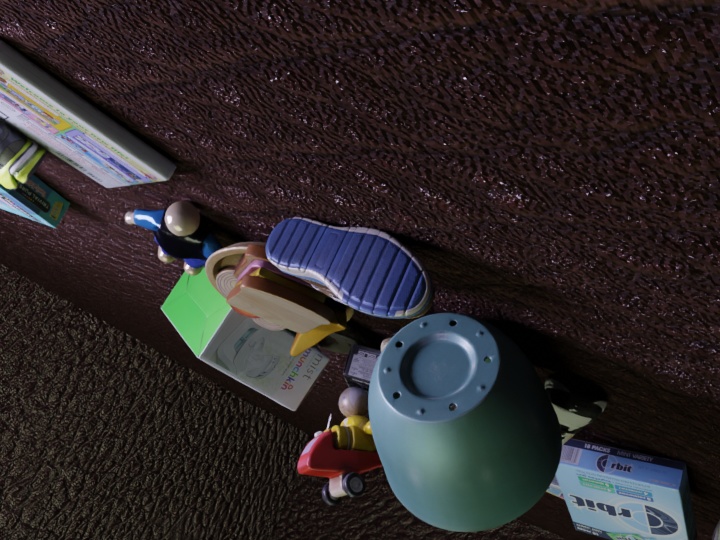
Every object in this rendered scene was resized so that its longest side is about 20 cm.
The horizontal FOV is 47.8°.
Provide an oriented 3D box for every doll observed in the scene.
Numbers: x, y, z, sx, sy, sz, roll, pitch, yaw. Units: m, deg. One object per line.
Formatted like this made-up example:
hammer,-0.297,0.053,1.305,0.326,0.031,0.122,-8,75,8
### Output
doll,-0.223,-0.041,0.996,0.136,0.049,0.200,27,165,-8

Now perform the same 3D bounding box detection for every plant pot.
plant pot,0.098,0.140,0.835,0.199,0.201,0.162,15,148,31

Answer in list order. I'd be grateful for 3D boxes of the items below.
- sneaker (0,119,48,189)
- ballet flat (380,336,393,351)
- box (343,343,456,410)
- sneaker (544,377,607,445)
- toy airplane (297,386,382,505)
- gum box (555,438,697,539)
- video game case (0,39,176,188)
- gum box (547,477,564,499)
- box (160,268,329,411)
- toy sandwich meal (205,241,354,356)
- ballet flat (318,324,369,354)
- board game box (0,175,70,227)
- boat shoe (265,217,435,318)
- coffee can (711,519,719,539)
sneaker,-0.431,-0.151,0.936,0.199,0.074,0.081,11,147,46
ballet flat,0.109,0.143,1.037,0.199,0.057,0.067,28,152,17
box,0.080,0.168,1.156,0.198,0.049,0.159,15,163,8
sneaker,0.231,0.181,0.958,0.073,0.080,0.200,25,163,7
toy airplane,0.020,0.227,1.131,0.199,0.142,0.199,-24,166,8
gum box,0.366,0.316,1.121,0.169,0.045,0.201,6,141,32
video game case,-0.304,-0.149,0.822,0.200,0.022,0.181,37,161,-32
gum box,0.331,0.325,1.290,0.198,0.067,0.114,21,163,15
box,-0.168,0.091,1.158,0.176,0.097,0.200,35,178,-32
toy sandwich meal,-0.097,0.038,0.947,0.203,0.071,0.206,13,151,7
ballet flat,-0.055,0.070,1.121,0.067,0.047,0.199,-17,146,36
board game box,-0.552,-0.139,1.193,0.199,0.047,0.151,18,163,26
boat shoe,0.000,0.000,0.762,0.199,0.073,0.072,25,173,41
coffee can,0.449,0.292,0.850,0.145,0.147,0.200,17,163,27
